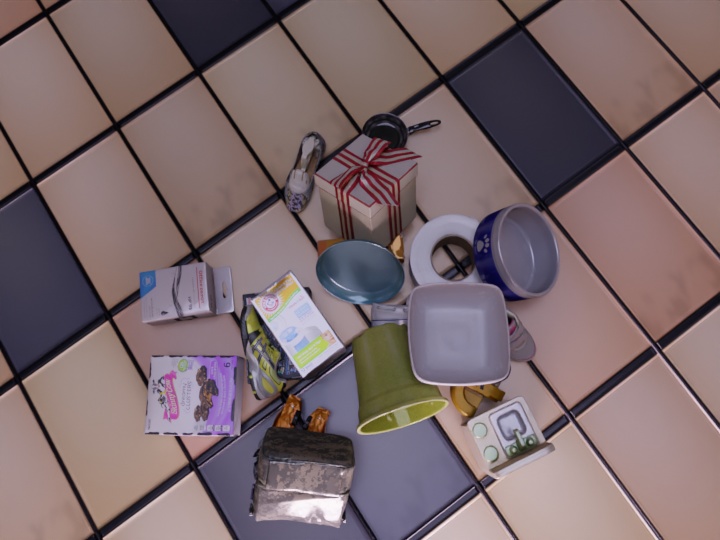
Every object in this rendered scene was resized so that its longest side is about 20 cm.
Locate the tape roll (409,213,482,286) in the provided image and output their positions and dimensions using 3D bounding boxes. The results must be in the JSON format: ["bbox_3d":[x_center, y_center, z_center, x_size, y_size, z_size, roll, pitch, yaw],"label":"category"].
[{"bbox_3d":[0.208,-0.021,1.355,0.198,0.071,0.207,-1,77,3],"label":"tape roll"}]

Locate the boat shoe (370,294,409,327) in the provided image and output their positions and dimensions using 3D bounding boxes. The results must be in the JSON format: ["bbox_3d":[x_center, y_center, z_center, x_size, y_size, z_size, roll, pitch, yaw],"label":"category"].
[{"bbox_3d":[0.119,0.089,1.335,0.195,0.071,0.071,-4,86,9],"label":"boat shoe"}]

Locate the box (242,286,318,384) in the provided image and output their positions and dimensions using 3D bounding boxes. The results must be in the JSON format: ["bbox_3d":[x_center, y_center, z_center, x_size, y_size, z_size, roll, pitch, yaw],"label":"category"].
[{"bbox_3d":[-0.180,0.146,1.350,0.155,0.046,0.204,-7,77,1],"label":"box"}]

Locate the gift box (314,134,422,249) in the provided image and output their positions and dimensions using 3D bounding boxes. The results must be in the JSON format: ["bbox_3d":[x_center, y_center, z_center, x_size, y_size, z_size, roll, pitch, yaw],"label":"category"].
[{"bbox_3d":[0.031,-0.169,1.300,0.198,0.188,0.185,27,59,26],"label":"gift box"}]

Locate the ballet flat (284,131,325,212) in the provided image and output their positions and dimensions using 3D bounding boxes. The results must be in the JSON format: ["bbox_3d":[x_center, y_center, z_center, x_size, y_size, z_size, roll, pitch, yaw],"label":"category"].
[{"bbox_3d":[-0.137,-0.241,1.425,0.071,0.072,0.204,16,79,7],"label":"ballet flat"}]

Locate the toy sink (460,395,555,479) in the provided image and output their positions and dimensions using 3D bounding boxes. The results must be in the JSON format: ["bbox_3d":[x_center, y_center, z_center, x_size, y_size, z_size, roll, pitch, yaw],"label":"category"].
[{"bbox_3d":[0.287,0.329,1.205,0.128,0.200,0.114,-25,77,-2],"label":"toy sink"}]

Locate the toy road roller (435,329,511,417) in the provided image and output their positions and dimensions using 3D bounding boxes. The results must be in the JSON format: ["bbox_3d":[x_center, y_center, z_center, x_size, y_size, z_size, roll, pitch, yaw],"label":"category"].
[{"bbox_3d":[0.215,0.218,1.275,0.198,0.123,0.148,29,86,9],"label":"toy road roller"}]

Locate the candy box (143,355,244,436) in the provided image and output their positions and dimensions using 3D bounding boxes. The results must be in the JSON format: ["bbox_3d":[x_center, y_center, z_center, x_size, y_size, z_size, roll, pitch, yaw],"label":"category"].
[{"bbox_3d":[-0.363,0.275,1.318,0.195,0.072,0.172,0,77,3],"label":"candy box"}]

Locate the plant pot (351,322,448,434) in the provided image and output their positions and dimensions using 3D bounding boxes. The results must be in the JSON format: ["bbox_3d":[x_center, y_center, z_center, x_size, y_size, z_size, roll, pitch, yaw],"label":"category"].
[{"bbox_3d":[0.064,0.220,1.260,0.196,0.201,0.187,-17,66,-1],"label":"plant pot"}]

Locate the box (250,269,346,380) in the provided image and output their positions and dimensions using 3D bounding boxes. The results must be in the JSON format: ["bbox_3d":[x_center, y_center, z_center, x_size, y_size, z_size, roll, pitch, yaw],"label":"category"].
[{"bbox_3d":[-0.131,0.118,1.279,0.112,0.101,0.201,-35,79,-7],"label":"box"}]

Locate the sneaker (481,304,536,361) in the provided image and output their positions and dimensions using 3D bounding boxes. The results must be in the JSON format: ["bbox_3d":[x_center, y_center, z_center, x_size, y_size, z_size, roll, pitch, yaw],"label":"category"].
[{"bbox_3d":[0.310,0.132,1.282,0.199,0.088,0.082,40,88,-18],"label":"sneaker"}]

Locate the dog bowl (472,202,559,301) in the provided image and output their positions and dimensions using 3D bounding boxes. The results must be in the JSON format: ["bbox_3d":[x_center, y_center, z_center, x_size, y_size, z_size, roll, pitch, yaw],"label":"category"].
[{"bbox_3d":[0.338,-0.037,1.296,0.197,0.078,0.205,10,73,-34],"label":"dog bowl"}]

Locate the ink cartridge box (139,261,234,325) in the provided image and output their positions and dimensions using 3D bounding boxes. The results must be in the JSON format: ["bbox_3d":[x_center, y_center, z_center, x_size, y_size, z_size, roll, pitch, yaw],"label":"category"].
[{"bbox_3d":[-0.397,0.050,1.373,0.196,0.067,0.118,-10,76,1],"label":"ink cartridge box"}]

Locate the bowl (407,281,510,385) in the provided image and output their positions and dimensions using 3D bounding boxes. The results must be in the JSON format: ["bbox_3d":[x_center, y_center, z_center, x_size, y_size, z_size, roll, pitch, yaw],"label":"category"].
[{"bbox_3d":[0.189,0.130,1.187,0.195,0.075,0.204,0,70,-1],"label":"bowl"}]

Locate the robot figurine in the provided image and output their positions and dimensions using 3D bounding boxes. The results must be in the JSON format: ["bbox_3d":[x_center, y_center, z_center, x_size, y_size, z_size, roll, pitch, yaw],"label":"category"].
[{"bbox_3d":[-0.145,0.381,1.289,0.143,0.058,0.203,21,79,8],"label":"robot figurine"}]

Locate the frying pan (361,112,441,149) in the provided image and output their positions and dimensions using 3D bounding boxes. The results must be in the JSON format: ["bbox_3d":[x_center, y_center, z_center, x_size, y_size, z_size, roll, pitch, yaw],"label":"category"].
[{"bbox_3d":[0.088,-0.346,1.455,0.188,0.031,0.116,-34,78,-8],"label":"frying pan"}]

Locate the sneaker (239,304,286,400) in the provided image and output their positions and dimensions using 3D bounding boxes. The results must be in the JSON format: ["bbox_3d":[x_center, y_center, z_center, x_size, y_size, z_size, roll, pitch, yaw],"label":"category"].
[{"bbox_3d":[-0.212,0.172,1.292,0.075,0.075,0.204,-13,88,-7],"label":"sneaker"}]

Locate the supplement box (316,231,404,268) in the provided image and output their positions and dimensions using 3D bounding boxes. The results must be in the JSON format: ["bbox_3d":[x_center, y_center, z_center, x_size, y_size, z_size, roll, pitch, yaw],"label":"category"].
[{"bbox_3d":[0.002,-0.041,1.374,0.195,0.069,0.068,-6,77,3],"label":"supplement box"}]

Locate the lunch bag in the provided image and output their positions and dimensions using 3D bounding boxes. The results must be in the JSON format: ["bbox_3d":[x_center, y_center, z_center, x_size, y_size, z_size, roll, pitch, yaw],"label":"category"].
[{"bbox_3d":[-0.116,0.419,1.184,0.195,0.139,0.172,8,100,-5],"label":"lunch bag"}]

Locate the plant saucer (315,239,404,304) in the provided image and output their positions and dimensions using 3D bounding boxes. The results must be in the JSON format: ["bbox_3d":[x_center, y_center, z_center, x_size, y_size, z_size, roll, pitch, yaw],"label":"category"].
[{"bbox_3d":[0.000,0.000,1.313,0.195,0.202,0.028,4,47,4],"label":"plant saucer"}]
